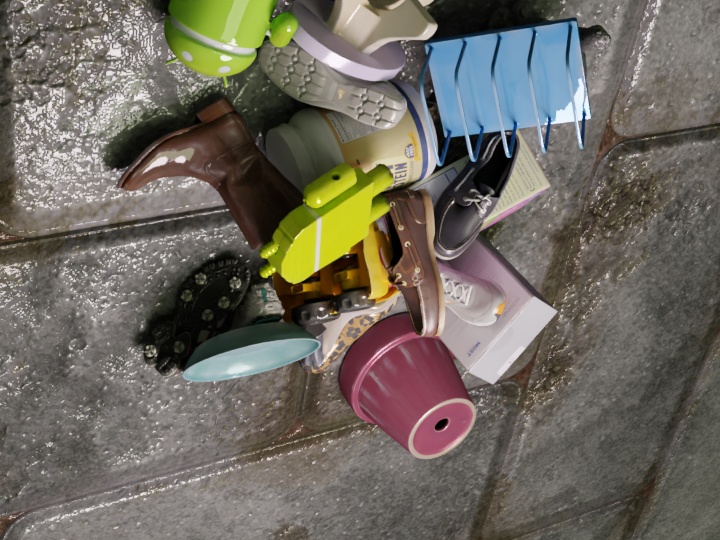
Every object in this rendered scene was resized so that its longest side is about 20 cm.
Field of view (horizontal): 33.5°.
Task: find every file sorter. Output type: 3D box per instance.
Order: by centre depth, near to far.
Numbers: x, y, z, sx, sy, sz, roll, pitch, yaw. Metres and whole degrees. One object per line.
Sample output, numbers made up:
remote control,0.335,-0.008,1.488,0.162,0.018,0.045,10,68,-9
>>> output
file sorter,0.184,-0.223,1.534,0.199,0.123,0.139,-5,122,17

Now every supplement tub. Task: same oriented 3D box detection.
supplement tub,-0.013,-0.161,1.596,0.199,0.145,0.145,-22,135,-19

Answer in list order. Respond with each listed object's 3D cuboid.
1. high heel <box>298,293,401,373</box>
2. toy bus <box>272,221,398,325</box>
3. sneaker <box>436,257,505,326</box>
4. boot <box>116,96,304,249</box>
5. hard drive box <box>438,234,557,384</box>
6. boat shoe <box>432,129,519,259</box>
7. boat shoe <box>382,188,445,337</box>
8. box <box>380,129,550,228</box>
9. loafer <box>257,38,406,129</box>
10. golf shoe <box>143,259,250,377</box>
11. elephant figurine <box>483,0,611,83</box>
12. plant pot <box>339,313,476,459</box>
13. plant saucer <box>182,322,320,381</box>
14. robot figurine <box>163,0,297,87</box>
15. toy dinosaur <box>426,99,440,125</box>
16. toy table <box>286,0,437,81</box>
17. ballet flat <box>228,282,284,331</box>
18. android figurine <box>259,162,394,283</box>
high heel,-0.014,0.084,1.884,0.199,0.071,0.143,-30,156,-23
toy bus,0.000,0.000,1.704,0.191,0.137,0.199,0,168,-42
sneaker,0.130,0.026,1.815,0.092,0.200,0.076,16,97,-45
boot,-0.179,-0.090,1.505,0.186,0.200,0.064,-36,-179,-5
hard drive box,0.184,0.051,1.879,0.156,0.200,0.077,-49,137,11
boat shoe,0.155,-0.107,1.615,0.201,0.072,0.063,-58,-177,-14
boat shoe,0.065,-0.008,1.598,0.070,0.070,0.201,-8,88,-26
box,0.148,-0.100,1.737,0.199,0.097,0.176,-28,176,-12
loafer,-0.035,-0.240,1.519,0.199,0.070,0.070,28,114,0
golf shoe,-0.226,0.065,1.707,0.200,0.077,0.088,-47,162,7
elephant figurine,0.255,-0.275,1.643,0.142,0.200,0.155,-48,140,1
plant pot,0.089,0.201,1.955,0.199,0.179,0.201,-19,135,-20
plant saucer,-0.156,0.111,1.678,0.199,0.036,0.200,-13,166,-3
robot figurine,-0.156,-0.314,1.380,0.175,0.116,0.201,20,113,-12
toy dinosaur,0.145,-0.250,1.658,0.047,0.199,0.089,-39,116,-48
toy table,0.009,-0.321,1.468,0.117,0.184,0.200,-48,165,30
ballet flat,-0.154,0.070,1.737,0.071,0.072,0.200,-16,164,-25
android figurine,-0.045,-0.056,1.502,0.200,0.041,0.182,-34,157,-20
